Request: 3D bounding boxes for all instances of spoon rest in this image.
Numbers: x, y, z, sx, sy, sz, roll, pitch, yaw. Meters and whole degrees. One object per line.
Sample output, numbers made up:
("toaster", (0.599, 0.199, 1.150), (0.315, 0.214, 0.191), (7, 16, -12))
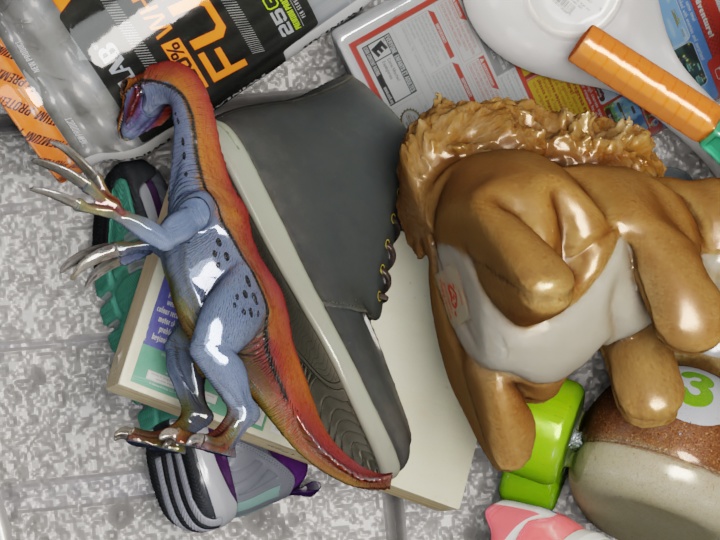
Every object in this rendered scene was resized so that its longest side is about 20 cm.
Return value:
("spoon rest", (0.136, -0.119, 1.033), (0.200, 0.061, 0.099), (43, 95, -15))

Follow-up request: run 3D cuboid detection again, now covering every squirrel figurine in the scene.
("squirrel figurine", (0.123, -0.023, 0.951), (0.186, 0.142, 0.200), (-15, 46, -16))

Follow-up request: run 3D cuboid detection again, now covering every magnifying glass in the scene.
("magnifying glass", (0.193, -0.060, 0.993), (0.200, 0.080, 0.022), (34, 68, -3))

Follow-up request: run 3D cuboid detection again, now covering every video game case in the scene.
("video game case", (0.100, -0.114, 1.057), (0.200, 0.017, 0.143), (-29, 118, -3))

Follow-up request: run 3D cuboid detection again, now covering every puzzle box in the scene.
("puzzle box", (-0.022, 0.032, 1.030), (0.200, 0.025, 0.133), (23, 73, -20))

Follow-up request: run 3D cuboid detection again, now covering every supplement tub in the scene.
("supplement tub", (-0.100, -0.140, 1.023), (0.200, 0.123, 0.123), (-35, 91, -3))

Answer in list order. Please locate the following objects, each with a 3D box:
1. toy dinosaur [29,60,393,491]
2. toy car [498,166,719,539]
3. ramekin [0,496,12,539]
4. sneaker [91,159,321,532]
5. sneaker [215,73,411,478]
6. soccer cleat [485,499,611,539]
("toy dinosaur", (-0.074, -0.003, 0.945), (0.200, 0.105, 0.182), (16, 78, -20))
("toy car", (0.180, 0.045, 1.034), (0.164, 0.158, 0.200), (18, 75, 9))
("ramekin", (-0.275, 0.149, 1.016), (0.200, 0.105, 0.201), (0, 89, -4))
("sneaker", (-0.083, 0.036, 1.061), (0.087, 0.074, 0.201), (-11, 85, -33))
("sneaker", (0.000, 0.000, 0.990), (0.106, 0.075, 0.200), (-25, 91, -27))
("soccer cleat", (0.084, 0.217, 1.053), (0.073, 0.068, 0.201), (28, 118, 38))
